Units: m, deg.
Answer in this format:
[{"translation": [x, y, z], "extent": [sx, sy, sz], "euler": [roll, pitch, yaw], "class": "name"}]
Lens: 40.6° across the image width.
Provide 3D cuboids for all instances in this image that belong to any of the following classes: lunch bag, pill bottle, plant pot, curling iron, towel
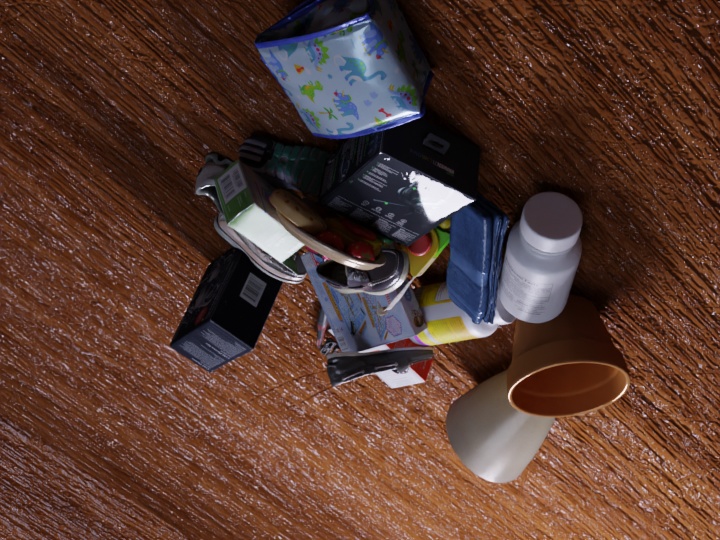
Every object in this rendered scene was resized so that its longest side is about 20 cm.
[{"translation": [-0.023, -0.276, 1.312], "extent": [0.197, 0.129, 0.171], "euler": [-15, 128, 28], "class": "lunch bag"}, {"translation": [0.172, 0.067, 1.674], "extent": [0.198, 0.105, 0.104], "euler": [-13, 132, 43], "class": "pill bottle"}, {"translation": [0.332, 0.134, 1.598], "extent": [0.195, 0.143, 0.202], "euler": [-1, 147, -1], "class": "plant pot"}, {"translation": [0.276, -0.021, 1.481], "extent": [0.112, 0.116, 0.202], "euler": [16, 146, 11], "class": "pill bottle"}, {"translation": [-0.066, 0.103, 1.945], "extent": [0.048, 0.026, 0.202], "euler": [-1, 139, -2], "class": "curling iron"}, {"translation": [0.180, -0.023, 1.526], "extent": [0.112, 0.048, 0.203], "euler": [46, 145, 47], "class": "towel"}, {"translation": [0.288, 0.265, 1.825], "extent": [0.185, 0.189, 0.201], "euler": [30, 132, -9], "class": "plant pot"}]

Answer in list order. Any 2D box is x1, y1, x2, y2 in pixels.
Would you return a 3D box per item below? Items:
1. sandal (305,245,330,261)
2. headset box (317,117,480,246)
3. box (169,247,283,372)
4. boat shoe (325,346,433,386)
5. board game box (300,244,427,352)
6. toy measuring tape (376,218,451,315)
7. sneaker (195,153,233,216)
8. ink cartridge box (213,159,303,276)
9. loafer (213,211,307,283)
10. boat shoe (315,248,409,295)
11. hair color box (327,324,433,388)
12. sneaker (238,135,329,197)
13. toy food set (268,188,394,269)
[{"translation": [-0.062, -0.046, 1.619], "extent": [0.074, 0.046, 0.200], "euler": [25, -173, -12], "class": "sandal"}, {"translation": [0.060, -0.141, 1.444], "extent": [0.172, 0.095, 0.199], "euler": [22, 149, -22], "class": "headset box"}, {"translation": [-0.249, 0.066, 1.849], "extent": [0.103, 0.203, 0.181], "euler": [35, 144, -20], "class": "box"}, {"translation": [0.035, 0.169, 1.722], "extent": [0.195, 0.058, 0.067], "euler": [-4, 171, -11], "class": "boat shoe"}, {"translation": [0.003, 0.036, 1.709], "extent": [0.198, 0.041, 0.203], "euler": [-19, 96, 47], "class": "board game box"}, {"translation": [0.077, -0.020, 1.595], "extent": [0.073, 0.074, 0.201], "euler": [35, 107, -17], "class": "toy measuring tape"}, {"translation": [-0.196, -0.114, 1.679], "extent": [0.197, 0.090, 0.074], "euler": [27, 145, -6], "class": "sneaker"}, {"translation": [-0.148, -0.084, 1.587], "extent": [0.059, 0.105, 0.199], "euler": [-35, 141, 14], "class": "ink cartridge box"}, {"translation": [-0.174, -0.050, 1.770], "extent": [0.198, 0.073, 0.063], "euler": [35, 138, -9], "class": "loafer"}, {"translation": [0.000, 0.000, 1.599], "extent": [0.064, 0.074, 0.198], "euler": [15, 167, -36], "class": "boat shoe"}, {"translation": [0.040, 0.144, 1.898], "extent": [0.100, 0.062, 0.200], "euler": [-16, 130, 44], "class": "hair color box"}, {"translation": [-0.100, -0.160, 1.590], "extent": [0.197, 0.075, 0.088], "euler": [23, 166, 14], "class": "sneaker"}, {"translation": [-0.044, -0.066, 1.505], "extent": [0.198, 0.198, 0.049], "euler": [31, 104, 11], "class": "toy food set"}]
